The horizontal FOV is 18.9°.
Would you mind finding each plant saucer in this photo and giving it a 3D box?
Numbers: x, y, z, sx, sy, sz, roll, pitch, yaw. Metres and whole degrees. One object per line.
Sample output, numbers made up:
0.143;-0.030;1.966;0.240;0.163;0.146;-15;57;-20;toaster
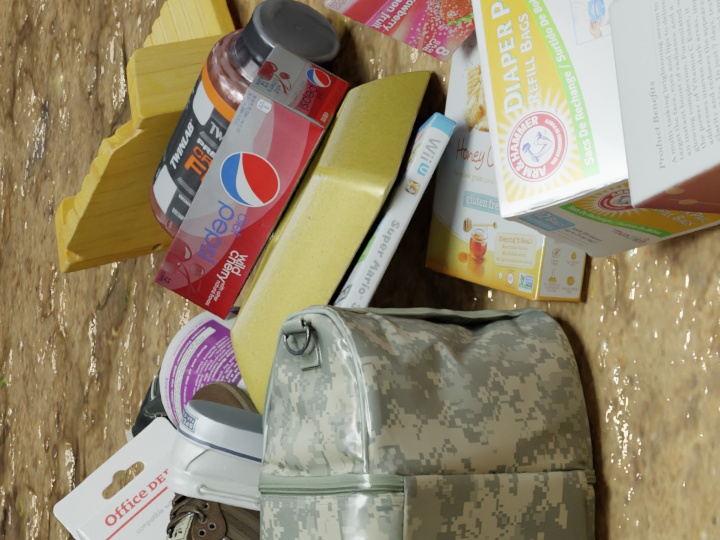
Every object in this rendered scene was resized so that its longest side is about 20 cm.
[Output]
-0.027;-0.031;1.473;0.201;0.048;0.200;-60;5;28;plant saucer

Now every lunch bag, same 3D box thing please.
0.041;0.104;1.300;0.139;0.199;0.169;-5;84;54;lunch bag

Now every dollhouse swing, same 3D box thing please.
-0.190;-0.140;1.805;0.176;0.181;0.200;58;139;22;dollhouse swing

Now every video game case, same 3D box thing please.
0.000;0.000;1.422;0.201;0.018;0.143;-64;5;-11;video game case

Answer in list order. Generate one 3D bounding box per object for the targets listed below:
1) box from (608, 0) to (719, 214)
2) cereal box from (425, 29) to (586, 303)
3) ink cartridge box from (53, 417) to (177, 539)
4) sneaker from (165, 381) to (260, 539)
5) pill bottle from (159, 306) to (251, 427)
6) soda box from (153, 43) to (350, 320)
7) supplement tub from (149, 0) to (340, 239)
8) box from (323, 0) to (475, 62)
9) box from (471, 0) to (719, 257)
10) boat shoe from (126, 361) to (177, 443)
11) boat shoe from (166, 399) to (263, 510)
0.235;-0.101;1.003;0.200;0.151;0.107;-29;63;58;box
0.100;-0.089;1.372;0.144;0.039;0.202;16;101;62;cereal box
-0.122;0.199;1.552;0.200;0.116;0.068;45;164;16;ink cartridge box
-0.096;0.167;1.461;0.070;0.075;0.201;-35;61;42;sneaker
-0.062;0.099;1.579;0.200;0.112;0.113;24;108;61;pill bottle
-0.080;-0.062;1.572;0.201;0.063;0.070;-61;2;39;soda box
-0.084;-0.110;1.651;0.201;0.106;0.107;-62;37;39;supplement tub
0.065;-0.240;1.342;0.200;0.099;0.096;-47;35;33;box
0.135;-0.123;1.207;0.101;0.112;0.202;-17;70;32;box
-0.143;0.116;1.734;0.068;0.071;0.200;-63;11;12;boat shoe
-0.035;0.154;1.421;0.087;0.201;0.075;-69;23;8;boat shoe
